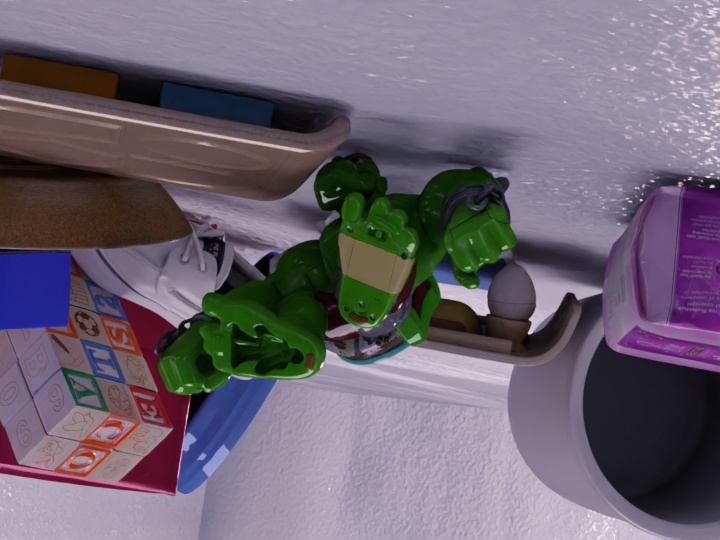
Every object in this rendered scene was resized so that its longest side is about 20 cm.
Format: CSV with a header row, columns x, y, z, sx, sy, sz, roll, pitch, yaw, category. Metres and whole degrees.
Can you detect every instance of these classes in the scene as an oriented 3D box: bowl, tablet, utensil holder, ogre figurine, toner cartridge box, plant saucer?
x,y,z,sx,sy,sz,roll,pitch,yaw,category
-0.101,0.074,1.516,0.039,0.202,0.200,32,169,-11,bowl
0.045,-0.010,1.353,0.129,0.014,0.200,8,173,9,tablet
0.197,0.093,1.355,0.168,0.172,0.200,10,175,-9,utensil holder
-0.002,0.001,0.984,0.098,0.200,0.120,44,-152,1,ogre figurine
-0.242,-0.004,1.098,0.094,0.044,0.199,-1,-171,-33,toner cartridge box
-0.192,-0.044,1.111,0.198,0.036,0.200,3,-171,0,plant saucer

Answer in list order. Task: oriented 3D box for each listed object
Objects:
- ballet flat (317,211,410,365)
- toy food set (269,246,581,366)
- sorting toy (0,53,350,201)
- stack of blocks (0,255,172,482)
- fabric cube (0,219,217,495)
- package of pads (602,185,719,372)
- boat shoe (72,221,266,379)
x,y,z,sx,sy,sz,roll,pitch,yaw,category
0.000,0.000,1.129,0.071,0.073,0.200,9,-169,-1,ballet flat
0.043,0.013,1.299,0.198,0.061,0.144,11,-175,3,toy food set
-0.113,-0.069,0.966,0.198,0.037,0.185,5,175,-8,sorting toy
-0.206,0.028,1.236,0.059,0.201,0.115,-42,146,22,stack of blocks
-0.231,0.052,1.436,0.197,0.202,0.196,10,173,-16,fabric cube
0.190,0.009,1.022,0.119,0.077,0.200,7,174,4,package of pads
-0.109,-0.004,1.287,0.065,0.074,0.200,-26,134,34,boat shoe
